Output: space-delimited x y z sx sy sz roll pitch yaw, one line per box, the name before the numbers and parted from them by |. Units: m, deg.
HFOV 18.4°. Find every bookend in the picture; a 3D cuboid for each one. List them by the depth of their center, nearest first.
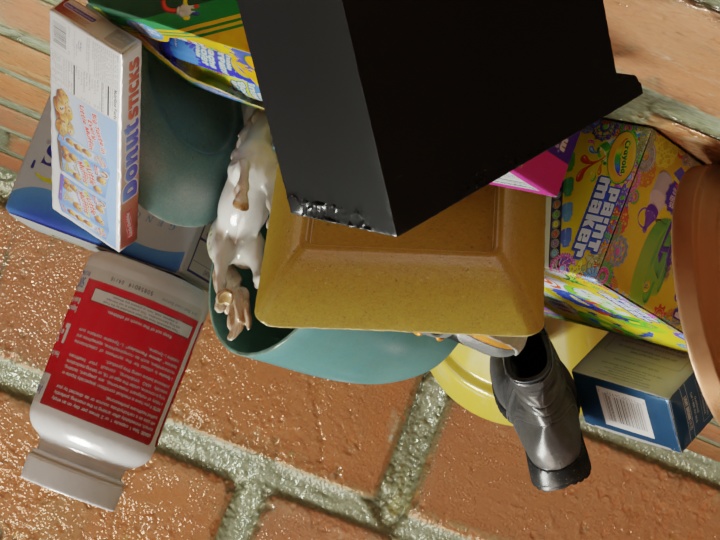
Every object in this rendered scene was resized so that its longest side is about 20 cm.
bookend | 0.039 -0.152 1.199 0.092 0.198 0.201 14 126 48

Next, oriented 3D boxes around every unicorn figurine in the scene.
unicorn figurine | -0.080 -0.057 1.729 0.074 0.200 0.138 24 -154 -20

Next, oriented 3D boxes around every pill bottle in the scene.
pill bottle | -0.210 0.094 1.871 0.112 0.201 0.112 21 173 2

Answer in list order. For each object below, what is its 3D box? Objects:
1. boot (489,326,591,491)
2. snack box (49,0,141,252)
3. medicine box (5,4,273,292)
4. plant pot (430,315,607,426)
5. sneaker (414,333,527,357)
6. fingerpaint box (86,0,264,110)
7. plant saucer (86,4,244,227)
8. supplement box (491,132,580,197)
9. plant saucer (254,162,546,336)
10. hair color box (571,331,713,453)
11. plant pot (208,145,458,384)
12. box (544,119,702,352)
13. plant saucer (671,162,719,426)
boot | 0.137 0.072 1.789 0.200 0.069 0.132 -114 5 -60
snack box | -0.197 -0.105 1.646 0.072 0.024 0.201 32 140 22
medicine box | -0.178 -0.105 1.922 0.181 0.201 0.103 19 173 20
plant pot | 0.150 0.014 1.973 0.200 0.201 0.189 20 157 12
sneaker | 0.031 0.012 1.640 0.199 0.078 0.077 29 130 2
fingerpaint box | -0.080 -0.171 1.626 0.166 0.074 0.200 19 173 21
plant saucer | -0.145 -0.135 1.756 0.039 0.202 0.201 -21 149 31
supplement box | 0.050 -0.132 1.400 0.103 0.102 0.200 14 171 43
plant saucer | 0.032 -0.042 1.566 0.199 0.201 0.049 2 134 4
hair color box | 0.272 0.056 1.813 0.100 0.200 0.061 16 137 41
plant pot | 0.000 0.000 1.799 0.160 0.202 0.200 24 173 -32
box | 0.184 -0.030 1.715 0.192 0.123 0.200 15 171 44
plant saucer | 0.272 0.021 1.592 0.032 0.201 0.200 -11 159 25
